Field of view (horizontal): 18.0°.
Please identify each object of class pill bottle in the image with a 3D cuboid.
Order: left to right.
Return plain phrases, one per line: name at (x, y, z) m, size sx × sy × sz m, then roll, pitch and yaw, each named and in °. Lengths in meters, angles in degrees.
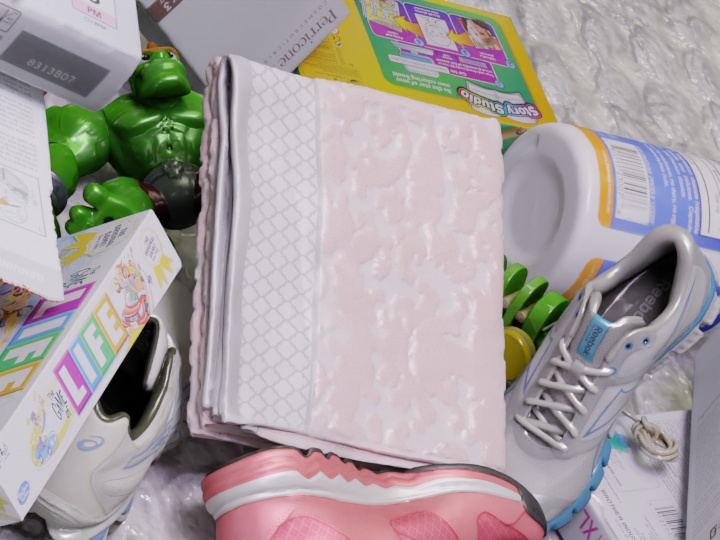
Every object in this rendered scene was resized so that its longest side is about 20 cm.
pill bottle at (0.185, -0.020, 1.408) m, size 0.199 × 0.112 × 0.112 m, roll 12°, pitch 42°, yaw -31°

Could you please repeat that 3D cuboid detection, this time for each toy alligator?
toy alligator at (0.106, 0.036, 1.290) m, size 0.200 × 0.054 × 0.059 m, roll 32°, pitch 28°, yaw 22°

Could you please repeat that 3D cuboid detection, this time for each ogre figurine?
ogre figurine at (-0.104, -0.056, 1.223) m, size 0.199 × 0.098 × 0.120 m, roll -23°, pitch 39°, yaw -4°

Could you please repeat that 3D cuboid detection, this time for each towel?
towel at (0.000, 0.000, 1.162) m, size 0.190 × 0.032 × 0.201 m, roll 12°, pitch 71°, yaw -36°

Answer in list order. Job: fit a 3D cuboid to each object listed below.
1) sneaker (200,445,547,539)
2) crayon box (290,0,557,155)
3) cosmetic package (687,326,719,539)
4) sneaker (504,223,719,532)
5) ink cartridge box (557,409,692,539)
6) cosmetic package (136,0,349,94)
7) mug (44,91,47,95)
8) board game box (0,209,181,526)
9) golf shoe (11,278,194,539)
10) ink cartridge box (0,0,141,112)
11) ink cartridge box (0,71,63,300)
sneaker at (0.009, 0.144, 1.131) m, size 0.199 × 0.074 × 0.087 m, roll 9°, pitch 64°, yaw -34°
crayon box at (0.021, -0.121, 1.436) m, size 0.199 × 0.058 × 0.119 m, roll 10°, pitch 43°, yaw -31°
cosmetic package at (0.242, 0.107, 1.263) m, size 0.101 × 0.074 × 0.200 m, roll 27°, pitch 38°, yaw -11°
sneaker at (0.117, 0.053, 1.215) m, size 0.075 × 0.200 × 0.087 m, roll 32°, pitch -10°, yaw 19°
ink cartridge box at (0.195, 0.136, 1.299) m, size 0.199 × 0.042 × 0.120 m, roll -4°, pitch 50°, yaw -38°
cosmetic package at (-0.097, -0.184, 1.284) m, size 0.074 × 0.102 × 0.200 m, roll 39°, pitch -7°, yaw 43°
mug at (-0.280, -0.148, 1.191) m, size 0.199 × 0.134 × 0.177 m, roll -8°, pitch 16°, yaw -39°
board game box at (-0.174, 0.052, 1.018) m, size 0.034 × 0.134 × 0.200 m, roll 63°, pitch 28°, yaw -23°
golf shoe at (-0.107, 0.050, 1.105) m, size 0.078 × 0.097 × 0.200 m, roll 29°, pitch 35°, yaw -7°
ink cartridge box at (-0.189, -0.184, 1.090) m, size 0.162 × 0.057 × 0.201 m, roll 23°, pitch 43°, yaw -34°
ink cartridge box at (-0.220, -0.075, 1.031) m, size 0.162 × 0.057 × 0.201 m, roll 22°, pitch 43°, yaw -35°
